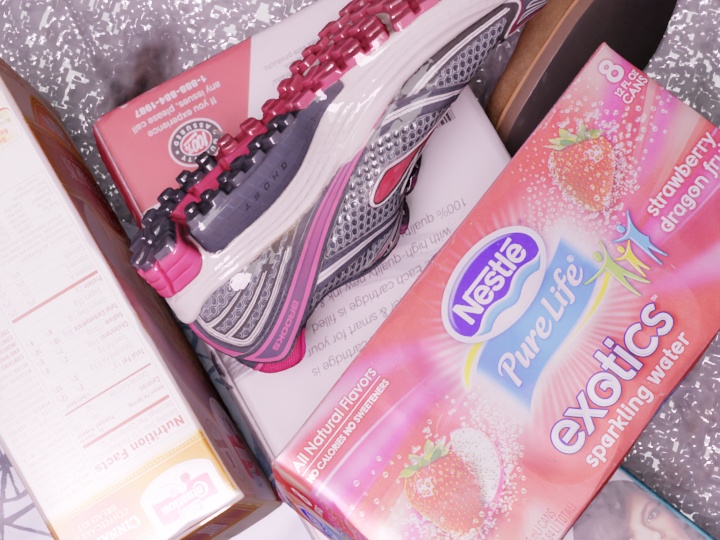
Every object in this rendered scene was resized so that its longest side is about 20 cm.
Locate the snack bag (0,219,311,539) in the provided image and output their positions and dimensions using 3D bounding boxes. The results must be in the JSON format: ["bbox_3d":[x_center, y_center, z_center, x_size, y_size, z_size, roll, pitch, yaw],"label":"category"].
[{"bbox_3d":[-0.084,0.092,0.997,0.187,0.021,0.201,20,85,5],"label":"snack bag"}]

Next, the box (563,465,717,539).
[{"bbox_3d":[0.160,0.172,0.956,0.200,0.049,0.082,37,90,7],"label":"box"}]

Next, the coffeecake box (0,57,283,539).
[{"bbox_3d":[-0.116,0.024,0.918,0.073,0.154,0.201,-30,83,-1],"label":"coffeecake box"}]

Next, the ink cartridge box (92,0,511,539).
[{"bbox_3d":[0.000,0.000,0.950,0.146,0.083,0.201,-28,80,-6],"label":"ink cartridge box"}]

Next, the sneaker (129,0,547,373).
[{"bbox_3d":[0.001,-0.050,0.887,0.200,0.081,0.075,-46,110,-8],"label":"sneaker"}]

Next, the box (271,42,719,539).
[{"bbox_3d":[0.065,0.030,0.853,0.102,0.095,0.200,38,80,8],"label":"box"}]

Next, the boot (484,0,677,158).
[{"bbox_3d":[0.099,-0.137,0.983,0.075,0.074,0.201,29,85,25],"label":"boot"}]
